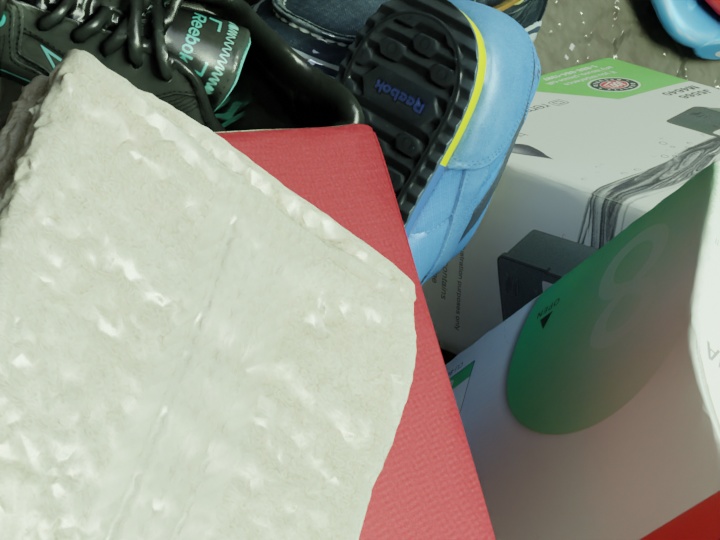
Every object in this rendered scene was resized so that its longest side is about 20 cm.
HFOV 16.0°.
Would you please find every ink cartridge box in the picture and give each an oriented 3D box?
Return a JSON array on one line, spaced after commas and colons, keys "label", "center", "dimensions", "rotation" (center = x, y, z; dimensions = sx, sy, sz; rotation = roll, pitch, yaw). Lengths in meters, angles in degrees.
[{"label": "ink cartridge box", "center": [0.120, -0.007, 0.938], "dimensions": [0.145, 0.200, 0.084], "rotation": [-18, 119, -43]}, {"label": "ink cartridge box", "center": [0.059, 0.080, 0.786], "dimensions": [0.050, 0.161, 0.200], "rotation": [38, 42, -16]}]

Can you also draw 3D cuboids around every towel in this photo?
[{"label": "towel", "center": [-0.061, 0.051, 0.648], "dimensions": [0.132, 0.034, 0.200], "rotation": [36, 53, -20]}]

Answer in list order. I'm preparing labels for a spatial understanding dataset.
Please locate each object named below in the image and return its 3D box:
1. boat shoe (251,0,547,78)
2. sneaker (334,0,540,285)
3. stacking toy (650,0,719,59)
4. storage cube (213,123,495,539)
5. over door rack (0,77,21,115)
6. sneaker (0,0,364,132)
[{"label": "boat shoe", "center": [0.021, -0.117, 0.948], "dimensions": [0.071, 0.091, 0.200], "rotation": [31, 25, 17]}, {"label": "sneaker", "center": [0.000, 0.000, 0.878], "dimensions": [0.066, 0.200, 0.078], "rotation": [36, 10, 29]}, {"label": "stacking toy", "center": [0.214, -0.175, 1.091], "dimensions": [0.116, 0.200, 0.110], "rotation": [-11, 80, -43]}, {"label": "storage cube", "center": [-0.083, 0.071, 0.760], "dimensions": [0.200, 0.171, 0.180], "rotation": [-7, 76, -41]}, {"label": "over door rack", "center": [-0.170, -0.128, 0.847], "dimensions": [0.148, 0.067, 0.200], "rotation": [-19, 72, -45]}, {"label": "sneaker", "center": [-0.081, -0.082, 0.783], "dimensions": [0.200, 0.079, 0.076], "rotation": [31, 68, -39]}]
